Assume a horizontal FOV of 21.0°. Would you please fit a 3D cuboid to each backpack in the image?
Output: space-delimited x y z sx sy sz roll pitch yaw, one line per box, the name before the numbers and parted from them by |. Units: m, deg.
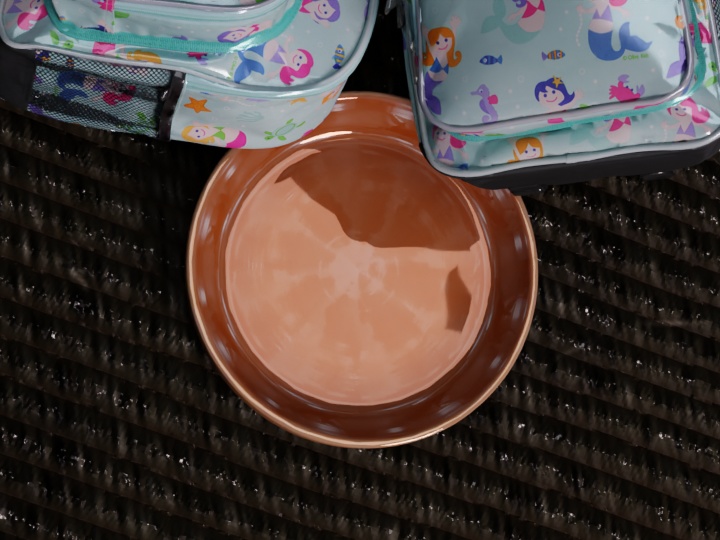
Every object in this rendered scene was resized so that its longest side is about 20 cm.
backpack | 0.104 -0.152 1.023 0.177 0.151 0.201 -6 82 13
backpack | -0.088 -0.162 1.035 0.200 0.151 0.178 14 65 -15

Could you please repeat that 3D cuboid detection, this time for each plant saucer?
plant saucer | 0.000 0.000 1.090 0.200 0.032 0.201 2 81 -12
